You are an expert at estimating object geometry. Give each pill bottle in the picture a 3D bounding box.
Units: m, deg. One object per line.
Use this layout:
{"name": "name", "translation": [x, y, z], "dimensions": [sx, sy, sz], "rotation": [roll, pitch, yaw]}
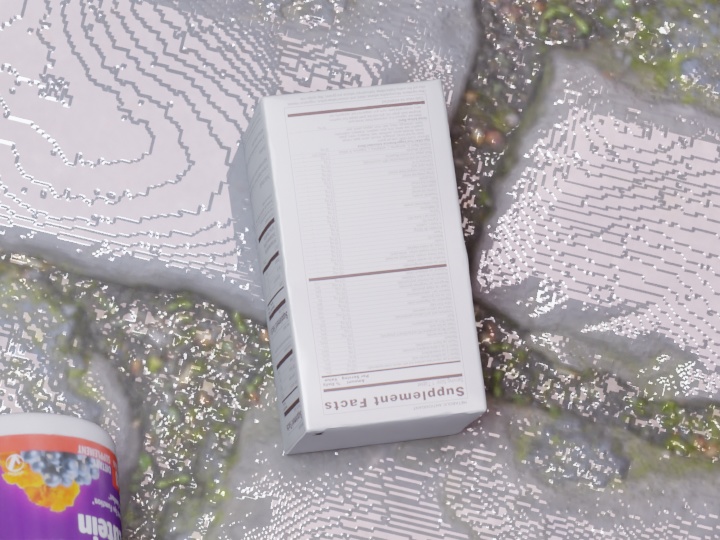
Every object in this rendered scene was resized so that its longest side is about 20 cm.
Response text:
{"name": "pill bottle", "translation": [-0.187, 0.191, 1.667], "dimensions": [0.111, 0.111, 0.200], "rotation": [-3, 67, -8]}

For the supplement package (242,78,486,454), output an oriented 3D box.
{"name": "supplement package", "translation": [0.000, 0.000, 1.749], "dimensions": [0.113, 0.110, 0.201], "rotation": [-6, 81, -9]}
